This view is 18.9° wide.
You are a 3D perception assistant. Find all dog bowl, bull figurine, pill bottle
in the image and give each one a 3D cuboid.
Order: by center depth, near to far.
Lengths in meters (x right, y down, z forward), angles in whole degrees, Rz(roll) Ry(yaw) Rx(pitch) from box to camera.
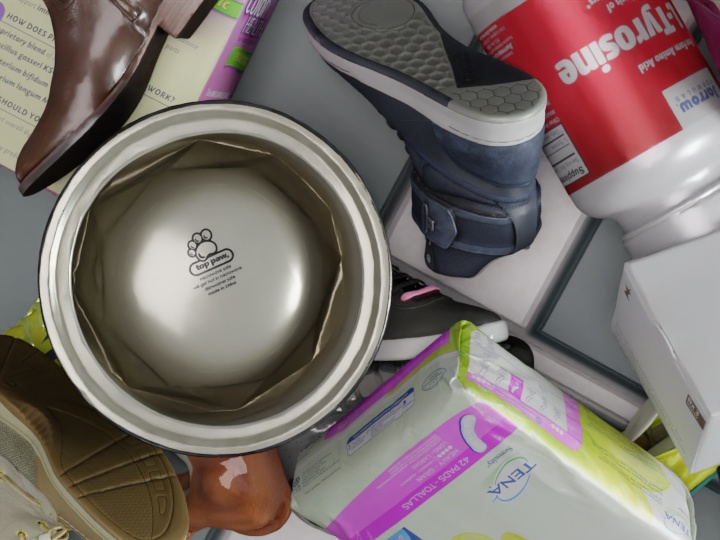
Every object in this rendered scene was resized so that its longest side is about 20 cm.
[{"bbox_3d":[-0.085,0.004,1.245,0.200,0.074,0.200,0,92,-9],"label":"dog bowl"},{"bbox_3d":[0.155,-0.105,1.306,0.112,0.112,0.200,-30,89,8],"label":"pill bottle"},{"bbox_3d":[-0.107,0.071,1.319,0.121,0.065,0.200,-15,89,14],"label":"bull figurine"}]

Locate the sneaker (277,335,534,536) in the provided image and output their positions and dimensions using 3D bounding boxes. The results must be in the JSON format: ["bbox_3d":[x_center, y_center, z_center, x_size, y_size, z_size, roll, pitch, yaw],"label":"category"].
[{"bbox_3d":[0.023,0.110,1.361,0.200,0.075,0.116,-12,96,18],"label":"sneaker"}]

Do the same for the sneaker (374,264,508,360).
[{"bbox_3d":[0.000,0.000,1.322,0.200,0.071,0.099,4,97,35],"label":"sneaker"}]

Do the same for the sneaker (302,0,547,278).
[{"bbox_3d":[0.037,-0.081,1.340,0.077,0.146,0.202,-28,45,-24],"label":"sneaker"}]

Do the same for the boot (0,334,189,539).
[{"bbox_3d":[-0.185,0.152,1.294,0.200,0.072,0.155,39,126,32],"label":"boot"}]

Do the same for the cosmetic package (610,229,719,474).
[{"bbox_3d":[0.260,0.026,1.268,0.200,0.081,0.113,-19,61,-10],"label":"cosmetic package"}]

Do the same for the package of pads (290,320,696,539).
[{"bbox_3d":[0.083,0.134,1.288,0.200,0.068,0.154,37,122,-21],"label":"package of pads"}]

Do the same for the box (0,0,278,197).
[{"bbox_3d":[-0.165,-0.150,1.352,0.176,0.097,0.200,27,97,5],"label":"box"}]

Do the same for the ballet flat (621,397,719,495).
[{"bbox_3d":[0.226,0.079,1.326,0.200,0.067,0.067,-37,110,10],"label":"ballet flat"}]

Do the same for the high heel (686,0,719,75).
[{"bbox_3d":[0.211,-0.178,1.269,0.067,0.096,0.200,-12,60,7],"label":"high heel"}]

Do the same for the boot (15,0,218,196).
[{"bbox_3d":[-0.204,-0.171,1.277,0.200,0.064,0.186,40,90,3],"label":"boot"}]

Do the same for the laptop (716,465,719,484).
[{"bbox_3d":[0.345,0.165,1.307,0.200,0.116,0.187,-28,120,-17],"label":"laptop"}]

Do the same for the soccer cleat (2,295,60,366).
[{"bbox_3d":[-0.203,0.054,1.380,0.084,0.065,0.200,21,97,-3],"label":"soccer cleat"}]
